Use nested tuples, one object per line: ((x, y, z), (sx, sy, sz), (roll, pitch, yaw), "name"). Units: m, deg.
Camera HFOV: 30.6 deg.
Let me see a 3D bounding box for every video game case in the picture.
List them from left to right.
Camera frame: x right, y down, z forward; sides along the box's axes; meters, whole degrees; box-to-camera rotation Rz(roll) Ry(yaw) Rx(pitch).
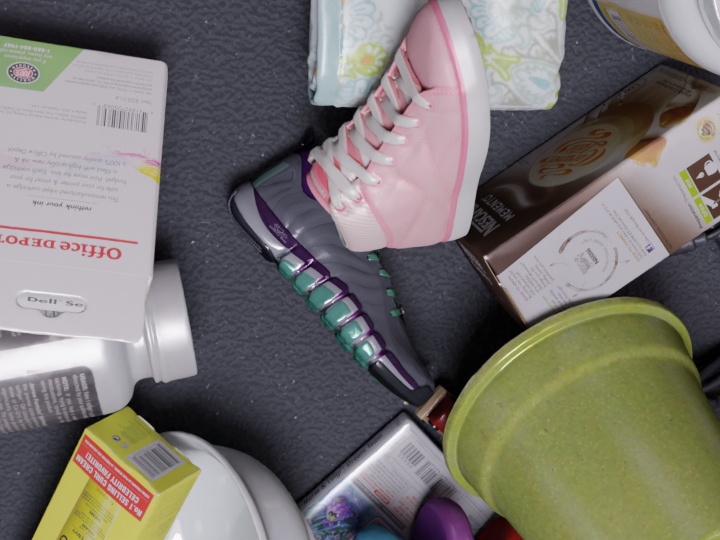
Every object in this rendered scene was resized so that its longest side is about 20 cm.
((0.030, 0.237, 1.039), (0.182, 0.024, 0.200), (-42, 111, 3), "video game case")

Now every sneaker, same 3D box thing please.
((0.000, 0.000, 0.916), (0.088, 0.074, 0.200), (-42, 95, -7), "sneaker")
((0.020, -0.081, 0.824), (0.104, 0.075, 0.200), (-11, 144, -10), "sneaker")

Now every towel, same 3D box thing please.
((0.053, -0.202, 0.843), (0.171, 0.048, 0.200), (0, 108, -11), "towel")

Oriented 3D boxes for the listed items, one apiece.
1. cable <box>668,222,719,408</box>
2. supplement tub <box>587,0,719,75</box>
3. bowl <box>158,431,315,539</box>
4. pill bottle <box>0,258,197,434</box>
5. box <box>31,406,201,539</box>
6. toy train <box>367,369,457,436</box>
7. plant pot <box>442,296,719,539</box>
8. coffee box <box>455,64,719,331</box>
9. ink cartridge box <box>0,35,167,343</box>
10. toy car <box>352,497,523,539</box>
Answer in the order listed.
((0.243, 0.023, 1.003), (0.200, 0.051, 0.163), (13, 104, -15), "cable")
((0.239, -0.202, 0.851), (0.144, 0.200, 0.145), (-4, 108, -11), "supplement tub")
((-0.093, 0.212, 0.936), (0.090, 0.201, 0.201), (1, 110, -43), "bowl")
((-0.214, 0.048, 0.880), (0.200, 0.111, 0.111), (-10, 109, -9), "pill bottle")
((-0.186, 0.194, 0.921), (0.075, 0.050, 0.200), (39, 119, 15), "box")
((0.067, 0.112, 0.995), (0.034, 0.046, 0.200), (-46, 110, 4), "toy train")
((0.183, 0.153, 0.888), (0.200, 0.184, 0.201), (-15, 136, -15), "plant pot")
((0.171, -0.050, 0.930), (0.200, 0.114, 0.080), (-35, 111, 0), "coffee box")
((-0.186, -0.039, 0.822), (0.117, 0.067, 0.200), (7, 62, -14), "ink cartridge box")
((0.069, 0.244, 0.968), (0.200, 0.175, 0.150), (12, 70, -15), "toy car")
